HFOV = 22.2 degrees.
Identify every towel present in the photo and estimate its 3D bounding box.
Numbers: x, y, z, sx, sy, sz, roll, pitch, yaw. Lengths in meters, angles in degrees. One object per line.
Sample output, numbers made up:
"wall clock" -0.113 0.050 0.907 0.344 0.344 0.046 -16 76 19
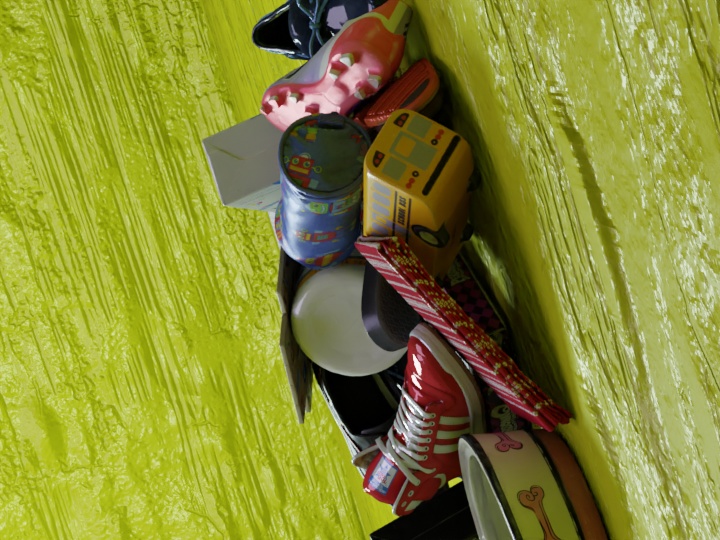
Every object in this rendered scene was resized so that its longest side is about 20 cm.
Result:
"towel" 0.077 0.046 1.426 0.200 0.022 0.145 46 175 -6

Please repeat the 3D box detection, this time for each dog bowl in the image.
"dog bowl" 0.145 0.216 1.465 0.200 0.073 0.202 161 90 -84

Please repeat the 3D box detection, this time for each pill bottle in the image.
"pill bottle" 0.000 0.000 1.731 0.201 0.115 0.117 -81 -21 -58

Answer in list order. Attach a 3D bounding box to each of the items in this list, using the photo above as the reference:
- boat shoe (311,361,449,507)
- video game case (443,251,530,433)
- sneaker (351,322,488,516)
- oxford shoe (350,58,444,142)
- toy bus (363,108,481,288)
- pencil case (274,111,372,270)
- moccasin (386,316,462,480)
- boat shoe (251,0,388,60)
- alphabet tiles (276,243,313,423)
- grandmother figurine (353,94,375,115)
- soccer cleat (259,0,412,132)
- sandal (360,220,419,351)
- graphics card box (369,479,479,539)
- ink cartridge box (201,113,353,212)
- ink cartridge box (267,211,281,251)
"boat shoe" 0.021 0.155 1.766 0.202 0.073 0.063 57 171 2
"video game case" 0.098 0.072 1.625 0.200 0.036 0.182 -117 10 -54
"sneaker" 0.043 0.132 1.529 0.071 0.112 0.201 48 166 36
"oxford shoe" 0.045 -0.121 1.498 0.073 0.071 0.200 46 175 -6
"toy bus" 0.046 -0.048 1.460 0.078 0.065 0.200 27 162 10
"pencil case" -0.033 -0.068 1.555 0.200 0.077 0.088 102 174 -72
"moccasin" 0.081 0.122 1.803 0.201 0.080 0.068 59 176 -32
"boat shoe" -0.032 -0.208 1.606 0.200 0.068 0.085 -15 89 63
"alphabet tiles" -0.060 0.039 1.733 0.201 0.006 0.168 79 -169 -53
"grandmother figurine" 0.008 -0.152 1.688 0.121 0.060 0.202 62 -169 -78
"soccer cleat" -0.019 -0.165 1.540 0.067 0.077 0.200 39 153 -12
"sandal" 0.023 -0.022 1.578 0.076 0.043 0.201 41 -136 -34
"graphics card box" 0.081 0.241 1.688 0.051 0.125 0.200 61 -179 13
"ink cartridge box" -0.057 -0.107 1.730 0.068 0.115 0.200 70 -164 7
"ink cartridge box" -0.020 -0.039 1.900 0.125 0.128 0.202 -156 47 -81
